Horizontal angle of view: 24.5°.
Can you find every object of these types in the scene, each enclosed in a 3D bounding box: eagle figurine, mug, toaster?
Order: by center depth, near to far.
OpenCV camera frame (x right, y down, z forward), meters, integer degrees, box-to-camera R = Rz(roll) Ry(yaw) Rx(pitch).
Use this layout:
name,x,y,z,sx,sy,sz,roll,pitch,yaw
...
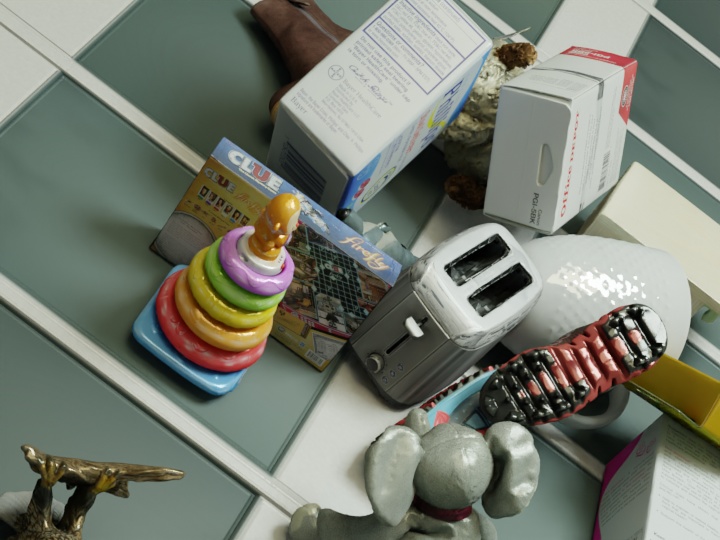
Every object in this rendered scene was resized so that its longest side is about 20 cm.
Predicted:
name,x,y,z,sx,sy,sz,roll,pitch,yaw
eagle figurine,-0.223,0.233,1.206,0.150,0.151,0.202,2,76,16
toaster,0.088,0.036,1.589,0.199,0.129,0.114,-28,80,-47
mug,0.222,0.061,1.680,0.174,0.147,0.202,10,69,-27

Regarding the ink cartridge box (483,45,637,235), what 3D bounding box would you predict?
name,x,y,z,sx,sy,sz,roll,pitch,yaw
ink cartridge box,0.210,-0.141,1.742,0.082,0.148,0.200,17,25,23

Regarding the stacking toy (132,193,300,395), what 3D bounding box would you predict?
name,x,y,z,sx,sy,sz,roll,pitch,yaw
stacking toy,-0.100,0.002,1.430,0.109,0.200,0.116,35,39,-4

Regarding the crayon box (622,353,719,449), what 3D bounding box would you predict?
name,x,y,z,sx,sy,sz,roll,pitch,yaw
crayon box,0.347,0.142,1.623,0.199,0.051,0.127,33,-1,-32

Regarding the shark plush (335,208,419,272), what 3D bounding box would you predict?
name,x,y,z,sx,sy,sz,roll,pitch,yaw
shark plush,0.000,0.000,1.646,0.199,0.090,0.084,11,64,-58

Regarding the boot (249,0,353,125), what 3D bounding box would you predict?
name,x,y,z,sx,sy,sz,roll,pitch,yaw
boot,-0.068,-0.224,1.784,0.166,0.073,0.199,44,38,20

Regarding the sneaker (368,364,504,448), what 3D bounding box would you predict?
name,x,y,z,sx,sy,sz,roll,pitch,yaw
sneaker,0.091,0.160,1.546,0.199,0.079,0.096,-29,88,-42

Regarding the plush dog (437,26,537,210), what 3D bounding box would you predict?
name,x,y,z,sx,sy,sz,roll,pitch,yaw
plush dog,0.138,-0.158,1.810,0.200,0.159,0.173,-43,123,-52

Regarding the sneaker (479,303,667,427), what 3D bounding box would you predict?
name,x,y,z,sx,sy,sz,roll,pitch,yaw
sneaker,0.191,0.099,1.559,0.199,0.098,0.071,-25,82,-22

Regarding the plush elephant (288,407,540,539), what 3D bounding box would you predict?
name,x,y,z,sx,sy,sz,roll,pitch,yaw
plush elephant,0.055,0.185,1.362,0.163,0.156,0.200,10,8,-26

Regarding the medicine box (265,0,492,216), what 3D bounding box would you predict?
name,x,y,z,sx,sy,sz,roll,pitch,yaw
medicine box,0.014,-0.159,1.624,0.200,0.182,0.103,-43,83,-16

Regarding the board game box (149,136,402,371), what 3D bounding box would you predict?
name,x,y,z,sx,sy,sz,roll,pitch,yaw
board game box,-0.078,-0.012,1.512,0.199,0.136,0.035,36,40,-5

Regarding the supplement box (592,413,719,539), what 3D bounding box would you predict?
name,x,y,z,sx,sy,sz,roll,pitch,yaw
supplement box,0.286,0.252,1.573,0.103,0.101,0.201,31,41,-10

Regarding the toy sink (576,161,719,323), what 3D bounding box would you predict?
name,x,y,z,sx,sy,sz,roll,pitch,yaw
toy sink,0.333,0.002,1.834,0.199,0.112,0.130,37,40,2
